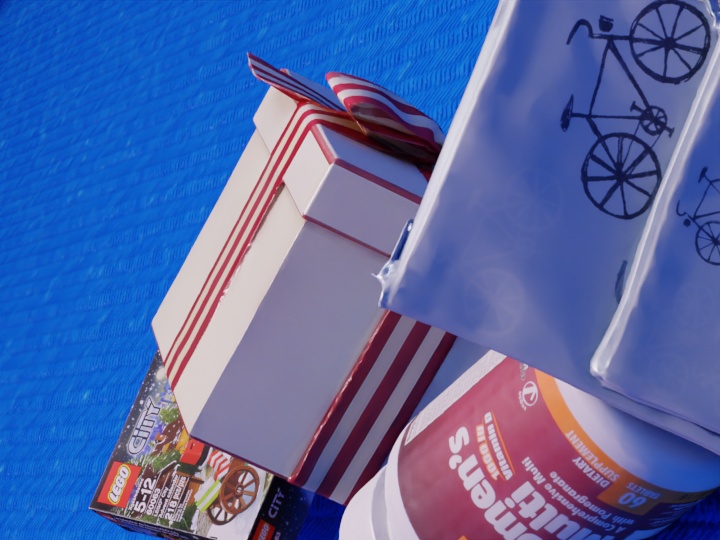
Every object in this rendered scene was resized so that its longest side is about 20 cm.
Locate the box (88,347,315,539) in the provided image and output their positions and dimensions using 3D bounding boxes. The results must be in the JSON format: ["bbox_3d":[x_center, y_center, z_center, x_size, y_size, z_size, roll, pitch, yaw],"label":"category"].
[{"bbox_3d":[-0.064,0.064,1.681,0.136,0.038,0.200,8,70,44],"label":"box"}]

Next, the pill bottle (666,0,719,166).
[{"bbox_3d":[0.175,-0.106,1.301,0.111,0.111,0.200,-13,52,67],"label":"pill bottle"}]

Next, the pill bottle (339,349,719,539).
[{"bbox_3d":[0.079,0.089,1.293,0.200,0.109,0.110,-44,26,43],"label":"pill bottle"}]

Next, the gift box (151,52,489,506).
[{"bbox_3d":[0.000,0.000,1.517,0.187,0.184,0.200,-60,24,14],"label":"gift box"}]

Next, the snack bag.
[{"bbox_3d":[0.126,-0.033,1.206,0.021,0.200,0.189,127,166,-74],"label":"snack bag"}]
